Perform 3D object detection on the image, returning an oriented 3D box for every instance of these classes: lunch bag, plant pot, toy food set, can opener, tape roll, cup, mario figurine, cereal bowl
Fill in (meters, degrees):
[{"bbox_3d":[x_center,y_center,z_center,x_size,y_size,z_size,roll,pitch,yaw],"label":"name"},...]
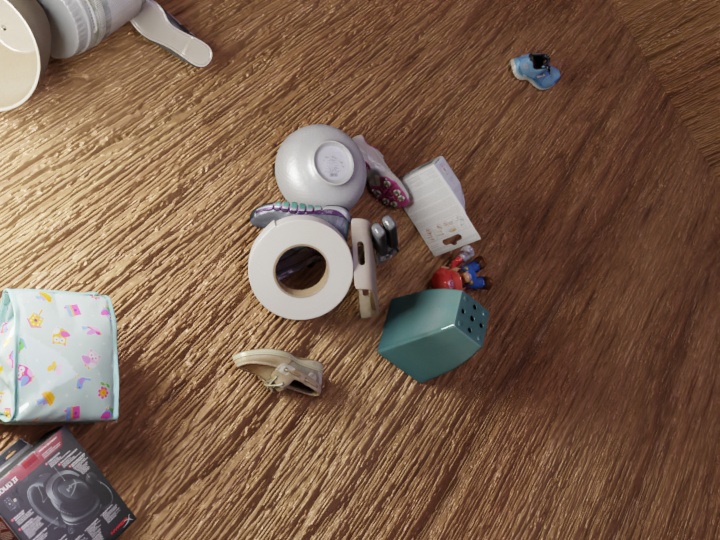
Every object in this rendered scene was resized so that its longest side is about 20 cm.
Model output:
[{"bbox_3d":[-0.456,0.127,1.237,0.169,0.121,0.202,7,75,-39],"label":"lunch bag"},{"bbox_3d":[0.165,0.127,1.742,0.141,0.199,0.142,37,52,-26],"label":"plant pot"},{"bbox_3d":[0.000,0.000,1.669,0.060,0.200,0.145,-4,70,3],"label":"toy food set"},{"bbox_3d":[0.042,-0.067,1.689,0.053,0.200,0.067,-35,72,-8],"label":"can opener"},{"bbox_3d":[-0.113,-0.005,1.561,0.203,0.203,0.037,43,9,-21],"label":"tape roll"},{"bbox_3d":[-0.568,-0.372,1.299,0.200,0.200,0.144,45,29,-19],"label":"cup"},{"bbox_3d":[0.251,0.018,1.924,0.123,0.107,0.199,41,31,24],"label":"mario figurine"},{"bbox_3d":[-0.071,-0.212,1.708,0.198,0.083,0.202,6,76,-26],"label":"cereal bowl"}]

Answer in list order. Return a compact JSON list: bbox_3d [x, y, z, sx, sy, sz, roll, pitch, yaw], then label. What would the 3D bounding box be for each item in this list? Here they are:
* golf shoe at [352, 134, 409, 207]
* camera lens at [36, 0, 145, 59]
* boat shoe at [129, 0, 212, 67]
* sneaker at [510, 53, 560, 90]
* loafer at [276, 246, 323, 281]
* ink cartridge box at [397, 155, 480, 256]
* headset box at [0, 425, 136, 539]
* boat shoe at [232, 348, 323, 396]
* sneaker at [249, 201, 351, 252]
[{"bbox_3d":[0.042,-0.225,1.859,0.200,0.075,0.092,41,48,-25],"label":"golf shoe"},{"bbox_3d":[-0.478,-0.477,1.422,0.160,0.159,0.201,49,48,-17],"label":"camera lens"},{"bbox_3d":[-0.375,-0.459,1.592,0.199,0.057,0.067,35,89,-23],"label":"boat shoe"},{"bbox_3d":[0.531,-0.589,2.429,0.199,0.090,0.079,1,73,-43],"label":"sneaker"},{"bbox_3d":[-0.121,-0.025,1.646,0.199,0.072,0.064,-21,107,-38],"label":"loafer"},{"bbox_3d":[0.177,-0.145,1.886,0.201,0.162,0.057,52,52,-13],"label":"ink cartridge box"},{"bbox_3d":[-0.447,0.336,1.192,0.201,0.077,0.149,55,46,-10],"label":"headset box"},{"bbox_3d":[-0.148,0.190,1.526,0.199,0.072,0.066,20,60,-42],"label":"boat shoe"},{"bbox_3d":[-0.118,-0.080,1.595,0.198,0.075,0.088,0,64,3],"label":"sneaker"}]
